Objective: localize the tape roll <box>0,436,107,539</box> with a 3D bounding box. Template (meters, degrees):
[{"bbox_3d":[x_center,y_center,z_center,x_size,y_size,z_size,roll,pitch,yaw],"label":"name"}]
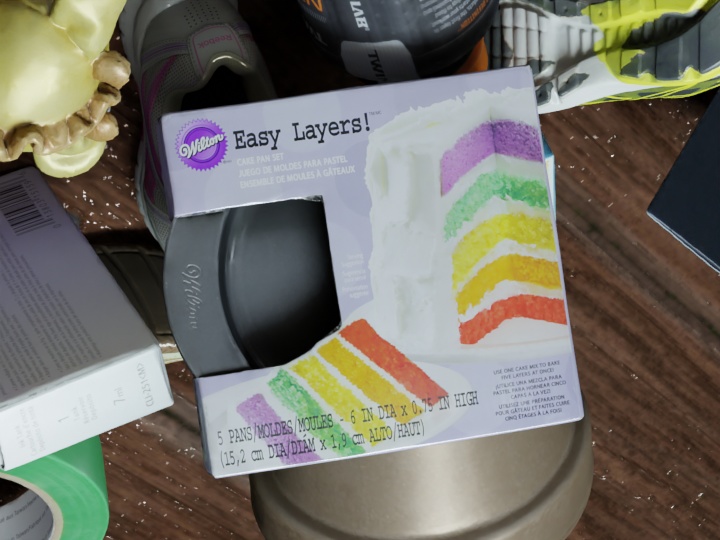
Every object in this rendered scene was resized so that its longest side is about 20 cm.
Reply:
[{"bbox_3d":[-0.247,0.131,1.310,0.200,0.048,0.201,-7,145,-5],"label":"tape roll"}]

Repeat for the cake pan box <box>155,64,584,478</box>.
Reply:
[{"bbox_3d":[0.000,0.000,1.139,0.200,0.185,0.052,-7,178,-8],"label":"cake pan box"}]

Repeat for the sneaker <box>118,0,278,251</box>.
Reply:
[{"bbox_3d":[-0.079,-0.059,1.215,0.081,0.088,0.200,-19,128,-9],"label":"sneaker"}]

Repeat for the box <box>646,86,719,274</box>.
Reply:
[{"bbox_3d":[0.293,-0.096,1.293,0.196,0.124,0.200,-23,147,-52],"label":"box"}]

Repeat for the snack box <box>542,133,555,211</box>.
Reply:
[{"bbox_3d":[0.019,-0.010,1.359,0.200,0.037,0.116,-17,137,-11],"label":"snack box"}]

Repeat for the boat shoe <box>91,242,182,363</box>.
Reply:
[{"bbox_3d":[-0.165,0.030,1.295,0.200,0.072,0.076,4,143,-13],"label":"boat shoe"}]

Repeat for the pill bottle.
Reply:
[{"bbox_3d":[0.011,-0.169,1.157,0.106,0.106,0.200,-24,136,-3],"label":"pill bottle"}]

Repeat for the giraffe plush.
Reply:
[{"bbox_3d":[-0.185,-0.108,1.003,0.162,0.200,0.173,-1,174,-11],"label":"giraffe plush"}]

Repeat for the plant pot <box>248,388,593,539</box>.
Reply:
[{"bbox_3d":[0.026,0.056,1.263,0.200,0.200,0.175,-17,131,-11],"label":"plant pot"}]

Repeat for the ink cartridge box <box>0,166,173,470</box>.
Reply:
[{"bbox_3d":[-0.211,0.034,1.157,0.173,0.200,0.044,-22,127,-15],"label":"ink cartridge box"}]

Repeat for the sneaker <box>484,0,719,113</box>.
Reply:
[{"bbox_3d":[0.138,-0.117,1.231,0.085,0.200,0.075,7,88,-48],"label":"sneaker"}]

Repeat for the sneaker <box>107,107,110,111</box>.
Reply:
[{"bbox_3d":[-0.226,-0.100,1.147,0.200,0.081,0.083,7,141,-19],"label":"sneaker"}]
